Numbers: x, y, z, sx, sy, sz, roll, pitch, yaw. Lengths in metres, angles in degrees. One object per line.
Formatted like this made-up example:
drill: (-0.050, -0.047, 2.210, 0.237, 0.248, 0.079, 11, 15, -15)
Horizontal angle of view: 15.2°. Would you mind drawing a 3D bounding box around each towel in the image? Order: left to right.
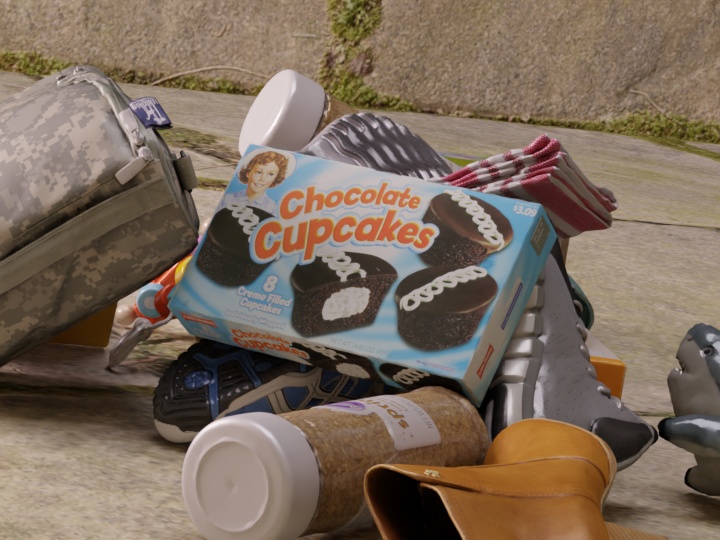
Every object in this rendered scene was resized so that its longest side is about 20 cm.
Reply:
towel: (0.048, -0.031, 1.647, 0.199, 0.030, 0.146, -14, -16, 16)

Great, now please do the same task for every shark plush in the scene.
shark plush: (0.257, 0.097, 1.547, 0.200, 0.083, 0.091, 20, -18, 40)

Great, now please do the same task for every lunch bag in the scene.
lunch bag: (-0.193, -0.025, 1.598, 0.199, 0.140, 0.168, -30, 16, -4)

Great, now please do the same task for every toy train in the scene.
toy train: (-0.106, 0.015, 1.817, 0.056, 0.150, 0.200, 43, 12, -9)

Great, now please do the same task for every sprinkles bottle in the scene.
sprinkles bottle: (-0.009, 0.101, 1.397, 0.068, 0.069, 0.200, 13, 9, 31)
sprinkles bottle: (0.016, -0.063, 1.855, 0.199, 0.068, 0.068, 28, 1, -21)

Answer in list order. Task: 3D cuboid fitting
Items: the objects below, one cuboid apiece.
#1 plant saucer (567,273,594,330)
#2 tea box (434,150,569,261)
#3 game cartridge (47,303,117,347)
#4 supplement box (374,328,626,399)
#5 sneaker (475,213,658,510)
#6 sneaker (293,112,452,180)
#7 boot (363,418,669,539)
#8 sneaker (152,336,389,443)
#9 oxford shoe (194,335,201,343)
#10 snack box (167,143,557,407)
plant saucer: (0.059, 0.014, 1.825, 0.199, 0.036, 0.200, 3, -22, 1)
tea box: (0.045, -0.019, 2.027, 0.196, 0.134, 0.200, 8, 7, -7)
game cartridge: (-0.245, -0.031, 1.730, 0.199, 0.177, 0.033, 7, 40, -12)
supplement box: (0.082, 0.067, 1.691, 0.125, 0.074, 0.200, 7, 9, -8)
sneaker: (0.118, 0.061, 1.554, 0.115, 0.201, 0.075, 23, -40, -17)
sneaker: (-0.021, -0.044, 1.749, 0.200, 0.082, 0.075, -18, 58, -46)
boot: (0.063, 0.112, 1.347, 0.143, 0.071, 0.201, 14, 13, -27)
sneaker: (-0.041, 0.067, 1.604, 0.076, 0.077, 0.200, 20, 32, 40)
oxford shoe: (-0.045, 0.036, 1.736, 0.058, 0.075, 0.200, 44, 18, 16)
snack box: (0.000, 0.000, 1.539, 0.199, 0.117, 0.037, 13, -25, 29)
